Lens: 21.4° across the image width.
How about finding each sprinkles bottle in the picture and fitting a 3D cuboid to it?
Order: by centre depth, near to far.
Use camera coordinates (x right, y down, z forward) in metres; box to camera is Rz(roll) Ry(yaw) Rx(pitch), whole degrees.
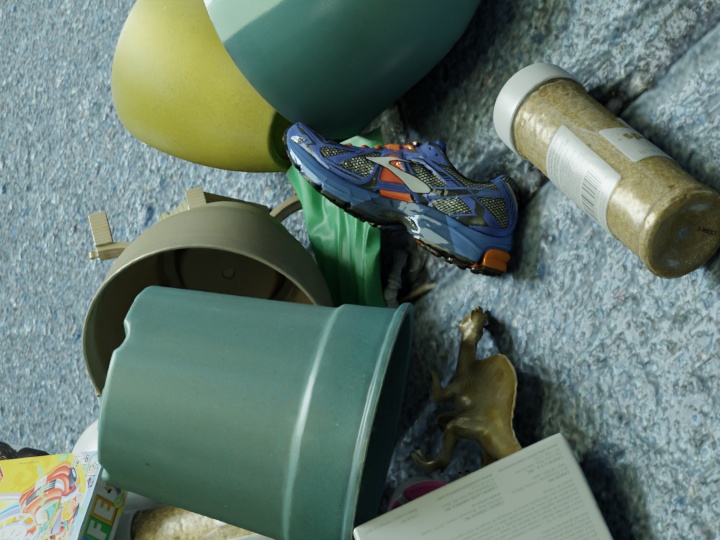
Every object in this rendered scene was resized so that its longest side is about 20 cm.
[{"bbox_3d":[0.166,-0.071,1.298,0.200,0.068,0.069,48,120,48],"label":"sprinkles bottle"},{"bbox_3d":[-0.104,0.207,1.514,0.199,0.068,0.069,-16,64,15],"label":"sprinkles bottle"}]

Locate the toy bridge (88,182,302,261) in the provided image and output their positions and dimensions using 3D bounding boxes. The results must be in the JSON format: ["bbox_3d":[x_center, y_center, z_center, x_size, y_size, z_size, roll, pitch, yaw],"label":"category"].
[{"bbox_3d":[-0.135,-0.037,1.626,0.027,0.198,0.068,87,167,-65],"label":"toy bridge"}]

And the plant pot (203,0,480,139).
[{"bbox_3d":[0.001,-0.228,1.475,0.160,0.200,0.202,-31,56,31],"label":"plant pot"}]

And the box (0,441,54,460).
[{"bbox_3d":[-0.301,0.235,1.679,0.049,0.082,0.200,-60,31,26],"label":"box"}]

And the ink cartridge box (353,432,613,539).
[{"bbox_3d":[0.104,0.231,1.264,0.159,0.047,0.201,-24,69,3],"label":"ink cartridge box"}]

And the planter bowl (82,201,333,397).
[{"bbox_3d":[-0.111,0.028,1.519,0.201,0.199,0.135,-54,15,31],"label":"planter bowl"}]

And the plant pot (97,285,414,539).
[{"bbox_3d":[-0.077,0.104,1.381,0.200,0.194,0.202,11,-90,-83],"label":"plant pot"}]

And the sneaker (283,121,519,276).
[{"bbox_3d":[0.033,-0.067,1.436,0.199,0.075,0.079,26,85,11],"label":"sneaker"}]

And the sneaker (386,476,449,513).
[{"bbox_3d":[0.051,0.238,1.381,0.088,0.081,0.202,-95,9,-78],"label":"sneaker"}]

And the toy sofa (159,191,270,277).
[{"bbox_3d":[-0.126,0.041,1.672,0.097,0.082,0.201,-36,53,44],"label":"toy sofa"}]

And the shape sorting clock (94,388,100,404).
[{"bbox_3d":[-0.201,0.067,1.805,0.199,0.039,0.202,-18,68,54],"label":"shape sorting clock"}]

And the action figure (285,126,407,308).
[{"bbox_3d":[0.000,0.000,1.529,0.118,0.054,0.202,-25,69,48],"label":"action figure"}]

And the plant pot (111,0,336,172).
[{"bbox_3d":[-0.088,-0.162,1.601,0.142,0.199,0.201,35,111,31],"label":"plant pot"}]

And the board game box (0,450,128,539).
[{"bbox_3d":[-0.272,0.219,1.546,0.199,0.034,0.135,-11,55,45],"label":"board game box"}]

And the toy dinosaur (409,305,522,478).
[{"bbox_3d":[0.088,0.112,1.372,0.101,0.058,0.201,-53,43,31],"label":"toy dinosaur"}]

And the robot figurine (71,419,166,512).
[{"bbox_3d":[-0.190,0.182,1.652,0.200,0.168,0.114,84,-173,-77],"label":"robot figurine"}]
